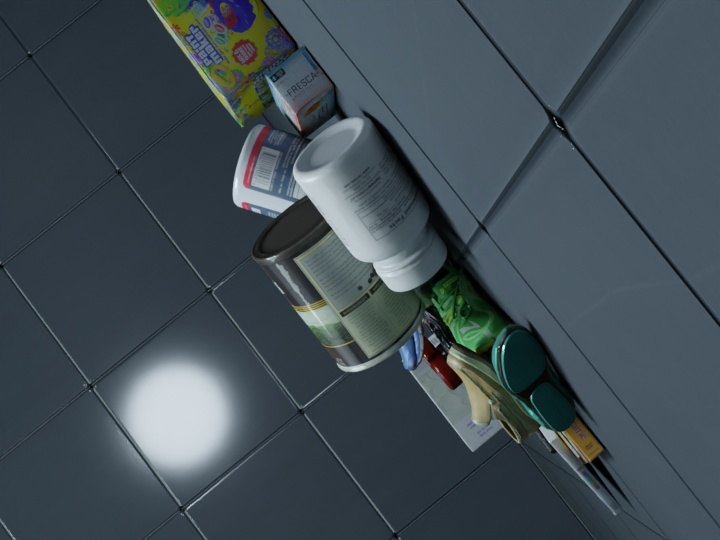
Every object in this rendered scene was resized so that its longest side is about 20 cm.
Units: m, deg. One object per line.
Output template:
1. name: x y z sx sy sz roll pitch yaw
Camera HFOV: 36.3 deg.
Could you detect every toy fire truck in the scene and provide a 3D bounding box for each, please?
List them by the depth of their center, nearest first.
1. toy fire truck: 0.128 0.084 1.765 0.168 0.112 0.200 51 178 -16

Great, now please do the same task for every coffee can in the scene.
1. coffee can: -0.027 0.011 1.445 0.201 0.146 0.146 53 178 -21

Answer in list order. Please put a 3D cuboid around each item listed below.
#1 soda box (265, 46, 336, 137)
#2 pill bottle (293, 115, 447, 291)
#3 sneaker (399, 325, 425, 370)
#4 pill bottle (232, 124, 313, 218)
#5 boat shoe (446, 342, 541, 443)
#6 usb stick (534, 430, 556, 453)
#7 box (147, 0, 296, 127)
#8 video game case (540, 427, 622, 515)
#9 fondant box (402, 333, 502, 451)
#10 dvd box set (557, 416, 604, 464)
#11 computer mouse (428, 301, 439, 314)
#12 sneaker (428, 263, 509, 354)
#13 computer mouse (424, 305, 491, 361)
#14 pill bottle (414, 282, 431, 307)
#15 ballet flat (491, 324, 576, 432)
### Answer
1. soda box: -0.077 -0.234 1.476 0.069 0.063 0.200 52 178 1
2. pill bottle: 0.018 -0.076 1.324 0.200 0.114 0.114 53 178 -27
3. sneaker: 0.037 0.067 1.730 0.079 0.089 0.201 155 91 -80
4. pill bottle: -0.067 -0.120 1.532 0.198 0.121 0.120 18 175 4
5. boat shoe: 0.172 0.170 1.436 0.200 0.076 0.072 39 180 -32
6. usb stick: 0.273 0.217 1.835 0.201 0.033 0.055 52 -144 8
7. box: -0.190 -0.330 1.533 0.201 0.122 0.193 52 179 3
8. video game case: 0.325 0.281 1.718 0.200 0.018 0.143 47 -174 -28
9. fondant box: 0.189 0.192 1.917 0.201 0.144 0.058 52 177 -17
10. dvd box set: 0.267 0.187 1.568 0.200 0.029 0.146 51 179 12
11. computer mouse: 0.074 -0.010 1.671 0.198 0.142 0.046 12 -179 15
12. sneaker: 0.135 0.049 1.500 0.084 0.074 0.200 48 -179 -29
13. computer mouse: 0.167 0.131 1.613 0.200 0.053 0.139 53 -179 -33
14. pill bottle: 0.000 0.000 1.595 0.120 0.198 0.121 -2 -90 -73
15. ballet flat: 0.202 0.127 1.364 0.200 0.067 0.070 52 173 -37
